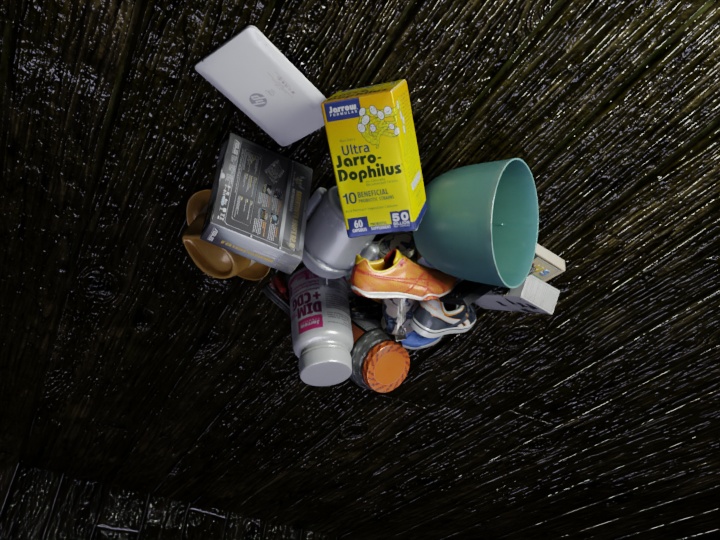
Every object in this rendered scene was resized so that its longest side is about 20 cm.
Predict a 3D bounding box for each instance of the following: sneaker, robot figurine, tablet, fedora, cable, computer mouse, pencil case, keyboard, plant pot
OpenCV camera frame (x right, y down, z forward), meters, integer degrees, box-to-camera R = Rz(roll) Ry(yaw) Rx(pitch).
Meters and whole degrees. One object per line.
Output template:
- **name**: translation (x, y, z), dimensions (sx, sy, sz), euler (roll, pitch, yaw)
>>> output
- **sneaker**: translation (0.079, 0.006, 1.198), dimensions (0.197, 0.079, 0.073), euler (1, -165, -30)
- **robot figurine**: translation (-0.038, -0.067, 1.268), dimensions (0.112, 0.170, 0.201), euler (-14, 147, -50)
- **tablet**: translation (-0.140, -0.273, 1.104), dimensions (0.129, 0.014, 0.199), euler (-21, 136, 33)
- **sneaker**: translation (0.169, 0.067, 1.332), dimensions (0.078, 0.199, 0.080), euler (35, 114, 24)
- **fedora**: translation (-0.255, -0.048, 1.314), dimensions (0.198, 0.082, 0.203), euler (21, 133, 24)
- **cable**: translation (-0.127, 0.070, 1.430), dimensions (0.096, 0.200, 0.051), euler (14, 118, -43)
- **sneaker**: translation (0.080, 0.113, 1.552), dimensions (0.196, 0.078, 0.112), euler (9, 159, 8)
- **computer mouse**: translation (0.038, 0.063, 1.448), dimensions (0.058, 0.199, 0.035), euler (24, 109, 26)
- **pencil case**: translation (0.071, 0.026, 1.305), dimensions (0.076, 0.090, 0.202), euler (-12, 129, -9)
- **keyboard**: translation (0.234, 0.009, 1.245), dimensions (0.126, 0.199, 0.021), euler (5, 120, 51)
- **plant pot**: translation (0.181, -0.078, 1.181), dimensions (0.159, 0.203, 0.201), euler (4, 149, 34)

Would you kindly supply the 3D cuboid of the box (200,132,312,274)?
- **box**: translation (-0.163, -0.111, 1.173), dimensions (0.156, 0.203, 0.048), euler (22, 139, -23)

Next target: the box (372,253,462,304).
- **box**: translation (0.125, 0.014, 1.383), dimensions (0.118, 0.042, 0.200), euler (24, 136, -26)

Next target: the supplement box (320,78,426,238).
- **supplement box**: translation (0.024, -0.165, 1.070), dimensions (0.107, 0.110, 0.203), euler (-6, 110, 17)

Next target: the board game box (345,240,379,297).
- **board game box**: translation (0.000, 0.000, 1.414), dimensions (0.196, 0.035, 0.135), euler (-6, 145, -4)

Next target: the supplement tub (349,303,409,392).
- **supplement tub**: translation (0.004, 0.151, 1.415), dimensions (0.122, 0.123, 0.199), euler (36, 178, -36)

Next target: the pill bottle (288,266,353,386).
- **pill bottle**: translation (-0.072, 0.100, 1.333), dimensions (0.111, 0.203, 0.114), euler (-6, 146, -4)

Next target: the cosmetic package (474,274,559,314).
- **cosmetic package**: translation (0.267, 0.041, 1.343), dimensions (0.082, 0.051, 0.199), euler (28, 168, -24)

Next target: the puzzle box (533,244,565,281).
- **puzzle box**: translation (0.276, -0.021, 1.384), dimensions (0.198, 0.026, 0.133), euler (26, 140, -26)

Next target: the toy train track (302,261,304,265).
- **toy train track**: translation (-0.129, -0.063, 1.372), dimensions (0.196, 0.033, 0.115), euler (8, 138, -14)
